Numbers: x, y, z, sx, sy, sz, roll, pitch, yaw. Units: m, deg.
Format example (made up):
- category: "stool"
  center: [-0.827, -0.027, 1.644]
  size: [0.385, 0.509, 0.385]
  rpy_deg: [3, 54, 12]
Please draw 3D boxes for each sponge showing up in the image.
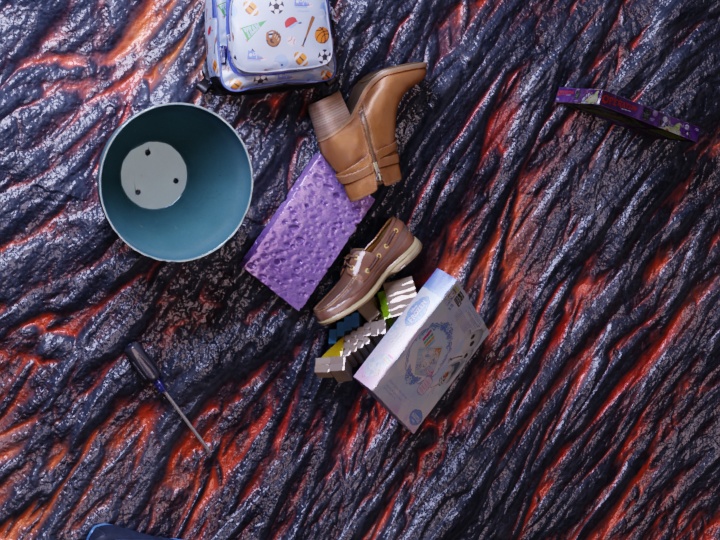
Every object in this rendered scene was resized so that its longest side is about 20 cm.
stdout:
- category: "sponge"
  center: [-0.076, -0.055, 1.680]
  size: [0.111, 0.030, 0.200]
  rpy_deg: [37, 83, -25]

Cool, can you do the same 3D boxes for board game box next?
- category: "board game box"
  center: [0.417, -0.243, 1.821]
  size: [0.199, 0.120, 0.032]
  rpy_deg: [15, 89, -26]
- category: "board game box"
  center: [0.095, 0.122, 1.723]
  size: [0.199, 0.043, 0.200]
  rpy_deg: [-52, 149, -9]

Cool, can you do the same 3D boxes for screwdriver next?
- category: "screwdriver"
  center: [-0.269, 0.182, 1.635]
  size: [0.029, 0.028, 0.201]
  rpy_deg: [-23, 111, 13]

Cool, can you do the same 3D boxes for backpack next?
- category: "backpack"
  center: [-0.122, -0.337, 1.554]
  size: [0.199, 0.154, 0.192]
  rpy_deg: [-9, 92, -20]

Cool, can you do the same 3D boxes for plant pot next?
- category: "plant pot"
  center: [-0.255, -0.119, 1.530]
  size: [0.199, 0.135, 0.201]
  rpy_deg: [-4, 100, -23]

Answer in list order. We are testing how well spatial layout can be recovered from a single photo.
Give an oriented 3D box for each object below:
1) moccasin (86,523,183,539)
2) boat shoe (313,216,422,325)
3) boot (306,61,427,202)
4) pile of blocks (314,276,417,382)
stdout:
- category: "moccasin"
  center: [-0.290, 0.415, 1.639]
  size: [0.199, 0.068, 0.081]
  rpy_deg: [18, 91, -26]
- category: "boat shoe"
  center: [0.000, 0.000, 1.705]
  size: [0.200, 0.072, 0.068]
  rpy_deg: [-42, 107, -19]
- category: "boot"
  center: [0.033, -0.202, 1.667]
  size: [0.199, 0.077, 0.156]
  rpy_deg: [-30, 103, -23]
- category: "pile of blocks"
  center: [0.011, 0.091, 1.735]
  size: [0.200, 0.082, 0.062]
  rpy_deg: [-38, 151, -5]
